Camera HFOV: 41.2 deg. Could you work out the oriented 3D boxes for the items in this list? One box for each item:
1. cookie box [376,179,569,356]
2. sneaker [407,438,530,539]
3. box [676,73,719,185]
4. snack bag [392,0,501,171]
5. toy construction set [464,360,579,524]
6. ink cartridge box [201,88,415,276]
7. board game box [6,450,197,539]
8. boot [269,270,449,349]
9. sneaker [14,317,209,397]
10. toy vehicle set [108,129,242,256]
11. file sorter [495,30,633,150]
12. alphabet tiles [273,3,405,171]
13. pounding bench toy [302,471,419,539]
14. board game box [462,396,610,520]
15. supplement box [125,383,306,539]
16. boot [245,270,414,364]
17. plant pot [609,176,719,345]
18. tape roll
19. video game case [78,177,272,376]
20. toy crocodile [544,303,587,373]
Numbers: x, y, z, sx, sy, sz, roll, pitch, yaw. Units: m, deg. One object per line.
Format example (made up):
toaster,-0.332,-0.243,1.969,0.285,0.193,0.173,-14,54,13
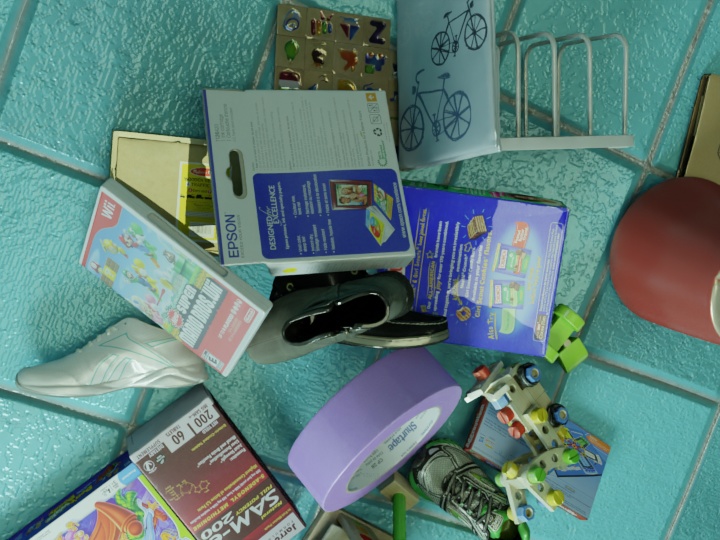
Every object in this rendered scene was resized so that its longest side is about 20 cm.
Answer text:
cookie box,0.120,-0.006,1.081,0.198,0.075,0.172,8,99,3
sneaker,0.138,0.272,1.155,0.200,0.085,0.078,38,84,-28
box,0.506,-0.151,1.236,0.199,0.021,0.165,9,98,-20
snack bag,0.087,-0.211,0.992,0.021,0.188,0.202,-1,88,-27
toy construction set,0.184,0.184,1.127,0.131,0.092,0.201,-39,111,-32
ink cartridge box,-0.056,-0.093,0.980,0.199,0.047,0.199,-3,69,-14
board game box,-0.296,0.314,1.060,0.200,0.045,0.135,-37,108,-8
boot,-0.001,0.000,1.023,0.202,0.073,0.155,6,95,11
sneaker,-0.265,0.094,1.024,0.199,0.070,0.081,-5,87,-19
toy vehicle set,-0.171,-0.079,1.035,0.199,0.027,0.125,4,98,-18
file sorter,0.178,-0.195,1.055,0.199,0.139,0.126,-5,98,-23
alphabet tiles,-0.001,-0.199,1.063,0.199,0.008,0.169,2,91,-22
pounding bench toy,0.017,0.344,1.104,0.124,0.156,0.201,32,89,-20
board game box,0.225,0.223,1.201,0.199,0.019,0.103,33,68,-20
supplement box,-0.161,0.240,1.080,0.109,0.061,0.201,-37,109,-8
boot,-0.050,0.049,0.935,0.199,0.131,0.068,-21,89,20
plant pot,0.430,0.000,1.147,0.199,0.177,0.202,-5,107,-15
tape roll,0.017,0.173,1.053,0.200,0.200,0.066,-41,68,-7
video game case,-0.191,0.012,0.964,0.200,0.143,0.017,38,50,1
toy crocodile,0.205,0.051,1.165,0.200,0.062,0.068,40,88,-15
